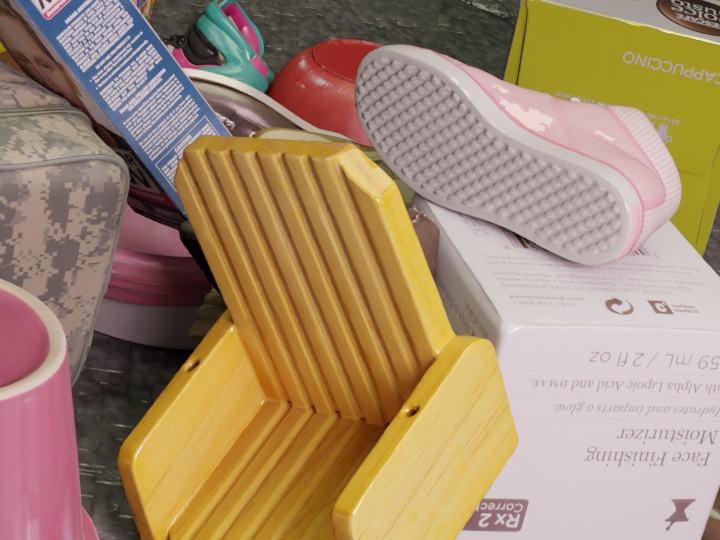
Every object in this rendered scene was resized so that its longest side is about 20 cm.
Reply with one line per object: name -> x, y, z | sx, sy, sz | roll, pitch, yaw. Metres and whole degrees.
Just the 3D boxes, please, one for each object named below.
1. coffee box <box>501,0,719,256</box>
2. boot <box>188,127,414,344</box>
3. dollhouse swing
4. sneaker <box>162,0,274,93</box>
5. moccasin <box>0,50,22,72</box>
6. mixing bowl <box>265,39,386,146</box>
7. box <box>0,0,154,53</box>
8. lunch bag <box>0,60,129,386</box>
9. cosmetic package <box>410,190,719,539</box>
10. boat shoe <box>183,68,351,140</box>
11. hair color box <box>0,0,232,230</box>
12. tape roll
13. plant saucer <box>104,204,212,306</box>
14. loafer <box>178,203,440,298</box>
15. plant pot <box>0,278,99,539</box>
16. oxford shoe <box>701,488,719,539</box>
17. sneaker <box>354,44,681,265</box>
coffee box -> 0.218, -0.149, 1.546 | 0.198, 0.201, 0.198 | 14, 27, 4
boot -> 0.000, 0.000, 1.136 | 0.199, 0.156, 0.073 | 12, -19, 20
dollhouse swing -> -0.052, 0.056, 0.943 | 0.199, 0.176, 0.182 | 9, 53, 48
sneaker -> -0.141, -0.171, 1.488 | 0.200, 0.084, 0.121 | 28, 74, 42
moccasin -> -0.228, -0.120, 1.440 | 0.201, 0.074, 0.078 | 30, 41, 24
mixing bowl -> -0.002, -0.121, 1.501 | 0.199, 0.109, 0.200 | 10, 28, -6
box -> -0.284, -0.270, 1.567 | 0.199, 0.194, 0.122 | -2, 30, -26
lunch bag -> -0.247, -0.026, 1.122 | 0.139, 0.201, 0.168 | -8, 39, -35
cosmetic package -> 0.107, 0.079, 1.067 | 0.164, 0.201, 0.165 | 2, 28, -19
boat shoe -> -0.076, -0.087, 1.371 | 0.199, 0.072, 0.060 | 25, 59, -16
hair color box -> -0.156, -0.118, 1.130 | 0.061, 0.200, 0.100 | -45, 30, -17
tape roll -> -0.139, -0.010, 1.309 | 0.201, 0.037, 0.203 | 10, 27, -5
plant saucer -> -0.145, -0.034, 1.257 | 0.199, 0.051, 0.201 | 11, 28, -6
loafer -> -0.025, -0.009, 1.059 | 0.199, 0.073, 0.071 | 12, 53, 44
plant pot -> -0.218, 0.105, 0.903 | 0.199, 0.180, 0.200 | 11, 27, -6
oxford shoe -> 0.277, 0.157, 1.123 | 0.199, 0.085, 0.073 | 19, 30, 16
sneaker -> 0.095, -0.072, 1.053 | 0.200, 0.076, 0.104 | 32, 32, 26
